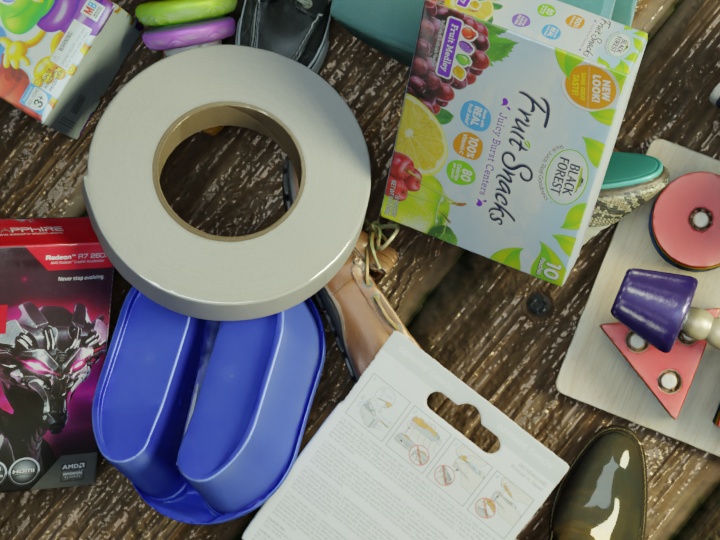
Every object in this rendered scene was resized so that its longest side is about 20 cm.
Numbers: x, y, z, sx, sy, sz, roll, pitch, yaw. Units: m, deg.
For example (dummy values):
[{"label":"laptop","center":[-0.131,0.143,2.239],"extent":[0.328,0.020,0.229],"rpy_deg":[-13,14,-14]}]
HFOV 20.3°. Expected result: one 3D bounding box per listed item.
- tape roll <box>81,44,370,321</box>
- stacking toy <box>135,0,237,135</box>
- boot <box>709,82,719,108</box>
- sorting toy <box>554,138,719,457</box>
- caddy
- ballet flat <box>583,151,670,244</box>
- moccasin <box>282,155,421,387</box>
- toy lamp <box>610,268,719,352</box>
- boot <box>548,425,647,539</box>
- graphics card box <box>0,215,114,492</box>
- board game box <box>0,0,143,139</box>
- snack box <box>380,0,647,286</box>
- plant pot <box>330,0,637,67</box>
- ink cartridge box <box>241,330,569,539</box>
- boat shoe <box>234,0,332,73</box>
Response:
[{"label":"tape roll","center":[-0.093,-0.063,1.413],"extent":[0.202,0.037,0.203],"rpy_deg":[2,69,-5]},{"label":"stacking toy","center":[-0.128,-0.198,1.486],"extent":[0.110,0.116,0.200],"rpy_deg":[-9,100,1]},{"label":"boot","center":[0.287,-0.098,1.407],"extent":[0.095,0.074,0.200],"rpy_deg":[21,49,13]},{"label":"sorting toy","center":[0.265,0.030,1.436],"extent":[0.198,0.070,0.200],"rpy_deg":[21,90,7]},{"label":"caddy","center":[-0.107,0.083,1.457],"extent":[0.141,0.105,0.200],"rpy_deg":[12,75,20]},{"label":"ballet flat","center":[0.126,-0.053,1.457],"extent":[0.200,0.068,0.075],"rpy_deg":[6,121,18]},{"label":"moccasin","center":[0.000,0.000,1.465],"extent":[0.078,0.074,0.202],"rpy_deg":[-24,85,1]},{"label":"toy lamp","center":[0.269,0.051,1.372],"extent":[0.200,0.058,0.058],"rpy_deg":[21,90,5]},{"label":"boot","center":[0.160,0.209,1.426],"extent":[0.075,0.097,0.200],"rpy_deg":[17,90,7]},{"label":"graphics card box","center":[-0.247,0.062,1.440],"extent":[0.125,0.051,0.200],"rpy_deg":[-2,115,-26]},{"label":"board game box","center":[-0.279,-0.196,1.489],"extent":[0.200,0.105,0.103],"rpy_deg":[31,90,6]},{"label":"snack box","center":[0.099,-0.095,1.352],"extent":[0.142,0.200,0.053],"rpy_deg":[21,47,9]},{"label":"plant pot","center":[0.090,-0.198,1.434],"extent":[0.200,0.141,0.142],"rpy_deg":[15,89,11]},{"label":"ink cartridge box","center":[0.034,0.166,1.448],"extent":[0.162,0.057,0.200],"rpy_deg":[38,101,7]},{"label":"boat shoe","center":[-0.049,-0.219,1.485],"extent":[0.071,0.064,0.200],"rpy_deg":[17,90,7]}]
